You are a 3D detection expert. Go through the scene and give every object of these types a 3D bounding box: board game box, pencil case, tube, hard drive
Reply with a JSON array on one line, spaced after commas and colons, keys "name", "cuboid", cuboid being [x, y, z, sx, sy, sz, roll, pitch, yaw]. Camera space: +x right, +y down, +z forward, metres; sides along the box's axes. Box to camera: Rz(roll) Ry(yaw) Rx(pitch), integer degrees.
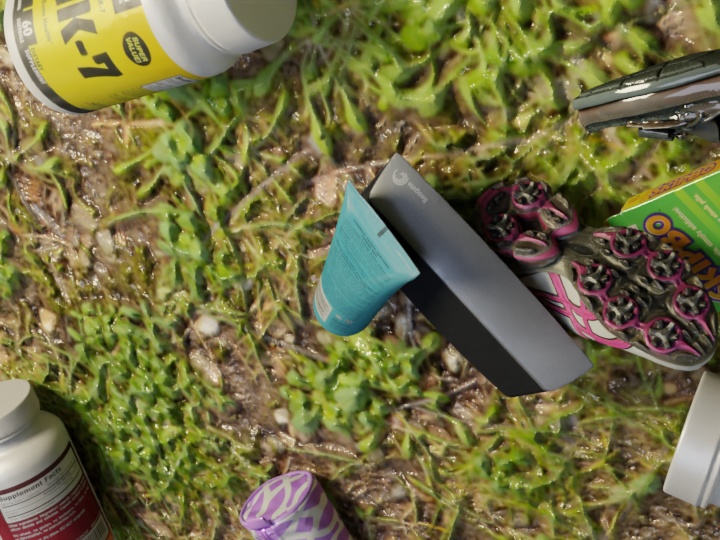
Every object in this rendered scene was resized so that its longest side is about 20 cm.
[{"name": "board game box", "cuboid": [0.265, -0.033, 0.863, 0.199, 0.030, 0.096, -25, 105, 36]}, {"name": "pencil case", "cuboid": [-0.036, 0.282, 1.201, 0.083, 0.086, 0.202, -17, 110, 37]}, {"name": "tube", "cuboid": [0.000, 0.000, 0.955, 0.078, 0.050, 0.200, 48, 163, 6]}, {"name": "hard drive", "cuboid": [0.071, 0.012, 0.946, 0.200, 0.042, 0.135, 47, 167, -1]}]

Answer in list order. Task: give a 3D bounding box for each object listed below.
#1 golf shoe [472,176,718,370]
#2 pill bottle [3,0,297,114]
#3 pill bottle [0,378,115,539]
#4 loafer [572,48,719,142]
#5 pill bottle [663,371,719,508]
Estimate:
[{"name": "golf shoe", "cuboid": [0.165, 0.011, 0.897, 0.199, 0.073, 0.092, 38, 165, 38]}, {"name": "pill bottle", "cuboid": [-0.150, -0.187, 0.940, 0.198, 0.114, 0.115, -10, 115, 33]}, {"name": "pill bottle", "cuboid": [-0.329, 0.215, 1.305, 0.112, 0.113, 0.202, -3, 117, 31]}, {"name": "loafer", "cuboid": [0.227, -0.105, 0.803, 0.198, 0.072, 0.064, -13, 101, 32]}, {"name": "pill bottle", "cuboid": [0.315, 0.147, 0.892, 0.198, 0.120, 0.121, 20, 128, 17]}]
